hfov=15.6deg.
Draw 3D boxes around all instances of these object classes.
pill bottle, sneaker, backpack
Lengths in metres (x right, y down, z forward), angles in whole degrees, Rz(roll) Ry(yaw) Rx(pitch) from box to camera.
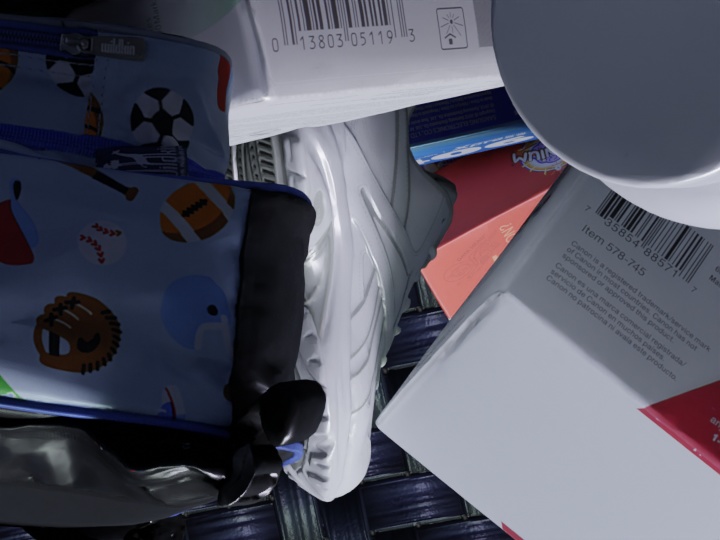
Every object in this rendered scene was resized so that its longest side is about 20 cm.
[{"bbox_3d":[0.115,-0.069,0.718,0.112,0.113,0.200,-13,178,28],"label":"pill bottle"},{"bbox_3d":[0.000,0.000,1.050,0.099,0.201,0.078,-21,-144,-31],"label":"sneaker"},{"bbox_3d":[-0.120,0.008,0.717,0.190,0.155,0.200,1,162,-18],"label":"backpack"}]

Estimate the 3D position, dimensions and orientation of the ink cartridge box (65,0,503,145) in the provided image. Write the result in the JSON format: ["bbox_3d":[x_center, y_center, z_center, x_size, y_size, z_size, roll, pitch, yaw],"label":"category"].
[{"bbox_3d":[-0.049,-0.066,0.872,0.200,0.050,0.161,-7,-178,42],"label":"ink cartridge box"}]

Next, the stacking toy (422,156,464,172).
[{"bbox_3d":[0.067,-0.056,1.278,0.116,0.110,0.200,-13,167,29],"label":"stacking toy"}]

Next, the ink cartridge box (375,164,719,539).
[{"bbox_3d":[0.133,0.011,1.039,0.200,0.145,0.145,-51,179,-30],"label":"ink cartridge box"}]

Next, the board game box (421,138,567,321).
[{"bbox_3d":[0.128,-0.028,1.244,0.200,0.040,0.153,-28,144,4],"label":"board game box"}]

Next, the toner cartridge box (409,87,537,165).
[{"bbox_3d":[0.004,-0.065,1.144,0.199,0.043,0.095,-12,176,5],"label":"toner cartridge box"}]
